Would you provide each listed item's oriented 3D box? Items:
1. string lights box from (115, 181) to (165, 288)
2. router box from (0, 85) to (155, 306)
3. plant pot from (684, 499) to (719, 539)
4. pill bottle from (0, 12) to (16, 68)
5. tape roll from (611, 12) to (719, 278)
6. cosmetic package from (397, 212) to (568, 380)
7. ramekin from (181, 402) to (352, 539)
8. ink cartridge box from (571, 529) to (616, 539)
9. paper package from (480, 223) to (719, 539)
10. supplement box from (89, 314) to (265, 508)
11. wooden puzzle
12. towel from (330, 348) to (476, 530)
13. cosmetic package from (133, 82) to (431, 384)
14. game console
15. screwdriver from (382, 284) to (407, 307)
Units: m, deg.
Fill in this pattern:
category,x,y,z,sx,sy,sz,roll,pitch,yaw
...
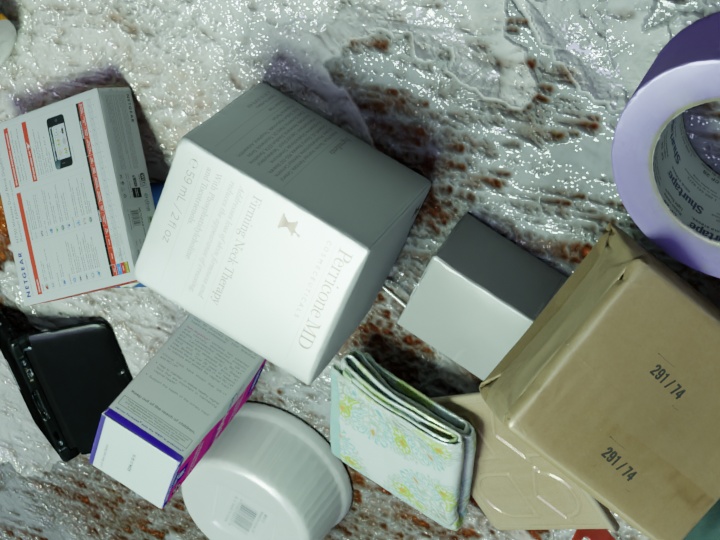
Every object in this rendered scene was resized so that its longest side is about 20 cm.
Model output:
category,x,y,z,sx,sy,sz,roll,pitch,yaw
string lights box,-0.241,-0.038,1.499,0.199,0.059,0.103,-3,123,35
router box,-0.301,-0.076,1.446,0.178,0.049,0.202,-11,91,36
plant pot,0.409,0.249,1.201,0.196,0.200,0.196,49,136,-13
pill bottle,-0.463,-0.271,1.412,0.200,0.117,0.116,40,137,-3
tape roll,0.303,-0.095,1.068,0.199,0.085,0.201,19,135,20
cosmetic package,0.147,0.050,1.296,0.199,0.090,0.107,37,136,6
ramekin,-0.119,0.265,1.646,0.199,0.098,0.202,18,133,21
ink cartridge box,0.300,0.343,1.420,0.200,0.109,0.050,44,137,-6
paper package,0.237,0.100,1.167,0.199,0.104,0.191,36,100,-16
supplement box,-0.198,0.146,1.524,0.103,0.200,0.101,31,137,5
wooden puzzle,0.162,0.192,1.425,0.199,0.046,0.186,-10,120,54
towel,0.042,0.186,1.469,0.171,0.048,0.201,33,150,23
cosmetic package,-0.072,-0.039,1.286,0.199,0.166,0.168,30,123,8
game console,-0.376,0.134,1.767,0.176,0.116,0.201,35,147,51
screwdriver,0.000,0.000,1.387,0.200,0.029,0.028,44,137,2
